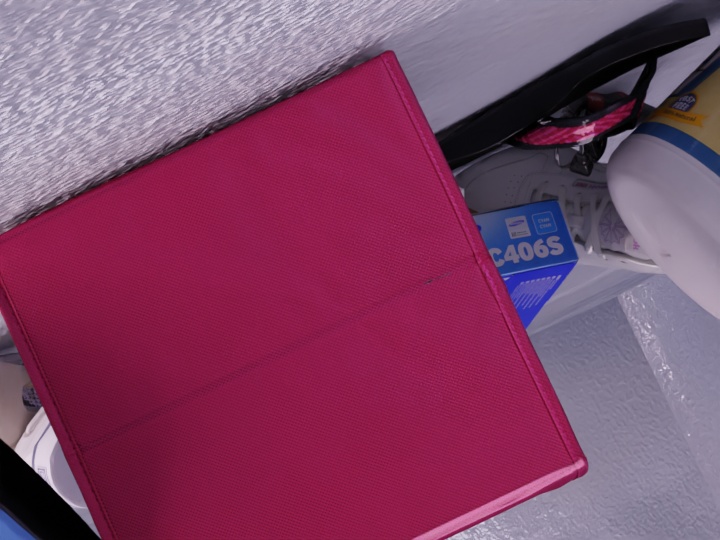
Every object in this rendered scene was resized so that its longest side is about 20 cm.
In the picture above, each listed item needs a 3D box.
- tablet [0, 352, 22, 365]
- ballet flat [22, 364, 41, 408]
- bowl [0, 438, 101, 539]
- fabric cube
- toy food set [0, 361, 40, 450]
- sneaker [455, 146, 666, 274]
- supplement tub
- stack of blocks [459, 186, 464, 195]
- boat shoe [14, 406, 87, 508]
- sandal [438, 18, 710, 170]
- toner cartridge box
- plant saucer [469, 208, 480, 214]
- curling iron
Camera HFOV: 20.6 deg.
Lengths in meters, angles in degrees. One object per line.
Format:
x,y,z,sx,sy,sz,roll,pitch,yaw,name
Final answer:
-0.278,0.082,1.066,0.129,0.014,0.200,-29,174,21,tablet
-0.170,0.100,1.267,0.072,0.073,0.200,-27,156,12,ballet flat
-0.169,0.099,0.860,0.039,0.200,0.201,-47,175,-5,bowl
-0.033,0.046,0.907,0.198,0.201,0.196,-25,175,-3,fabric cube
-0.256,0.109,1.114,0.199,0.061,0.143,-30,162,15,toy food set
0.150,-0.040,1.255,0.198,0.076,0.100,6,-175,8,sneaker
0.256,-0.077,1.144,0.200,0.145,0.145,-44,177,-10,supplement tub
-0.004,0.051,1.109,0.115,0.202,0.058,-23,-144,-38,stack of blocks
-0.116,0.046,1.090,0.200,0.074,0.065,-43,-152,-28,boat shoe
0.114,-0.085,1.127,0.199,0.045,0.075,-28,173,18,sandal
0.060,0.023,1.237,0.094,0.044,0.200,-12,160,-18,toner cartridge box
0.000,0.000,1.244,0.198,0.036,0.200,-15,160,-5,plant saucer
0.162,-0.095,1.282,0.025,0.050,0.200,16,-166,19,curling iron
